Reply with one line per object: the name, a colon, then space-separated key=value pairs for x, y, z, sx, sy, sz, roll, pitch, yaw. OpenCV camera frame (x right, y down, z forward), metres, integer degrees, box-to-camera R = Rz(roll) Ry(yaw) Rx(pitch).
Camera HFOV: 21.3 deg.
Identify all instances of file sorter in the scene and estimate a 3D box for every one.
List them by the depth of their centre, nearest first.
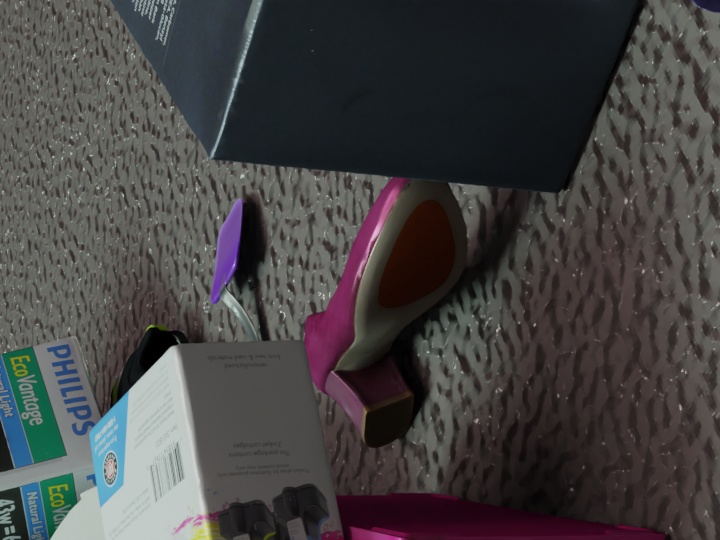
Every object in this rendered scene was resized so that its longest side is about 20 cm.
file sorter: x=0.026 y=0.175 z=0.898 sx=0.200 sy=0.138 sz=0.126 roll=-2 pitch=85 yaw=61

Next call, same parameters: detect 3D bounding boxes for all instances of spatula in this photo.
spatula: x=-0.072 y=0.044 z=1.213 sx=0.057 sy=0.020 sz=0.201 roll=124 pitch=139 yaw=-50

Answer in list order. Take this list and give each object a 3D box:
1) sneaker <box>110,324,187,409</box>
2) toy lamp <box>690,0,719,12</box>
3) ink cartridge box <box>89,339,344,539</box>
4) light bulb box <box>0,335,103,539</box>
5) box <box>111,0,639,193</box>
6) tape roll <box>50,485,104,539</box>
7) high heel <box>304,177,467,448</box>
sneaker: x=-0.119 y=0.102 z=1.239 sx=0.200 sy=0.071 sz=0.083 roll=52 pitch=129 yaw=51
toy lamp: x=0.170 y=-0.073 z=0.762 sx=0.058 sy=0.058 sz=0.201 roll=-43 pitch=52 yaw=51
ink cartridge box: x=-0.057 y=0.144 z=0.840 sx=0.115 sy=0.068 sz=0.201 roll=-42 pitch=54 yaw=54
light bulb box: x=-0.266 y=0.174 z=1.305 sx=0.199 sy=0.199 sz=0.125 roll=90 pitch=161 yaw=-44
box: x=-0.004 y=-0.142 z=0.940 sx=0.200 sy=0.196 sz=0.118 roll=55 pitch=133 yaw=49
tape roll: x=-0.093 y=0.229 z=1.072 sx=0.202 sy=0.139 sz=0.204 roll=-30 pitch=52 yaw=47
high heel: x=0.000 y=0.000 z=1.012 sx=0.096 sy=0.067 sz=0.201 roll=56 pitch=147 yaw=36
